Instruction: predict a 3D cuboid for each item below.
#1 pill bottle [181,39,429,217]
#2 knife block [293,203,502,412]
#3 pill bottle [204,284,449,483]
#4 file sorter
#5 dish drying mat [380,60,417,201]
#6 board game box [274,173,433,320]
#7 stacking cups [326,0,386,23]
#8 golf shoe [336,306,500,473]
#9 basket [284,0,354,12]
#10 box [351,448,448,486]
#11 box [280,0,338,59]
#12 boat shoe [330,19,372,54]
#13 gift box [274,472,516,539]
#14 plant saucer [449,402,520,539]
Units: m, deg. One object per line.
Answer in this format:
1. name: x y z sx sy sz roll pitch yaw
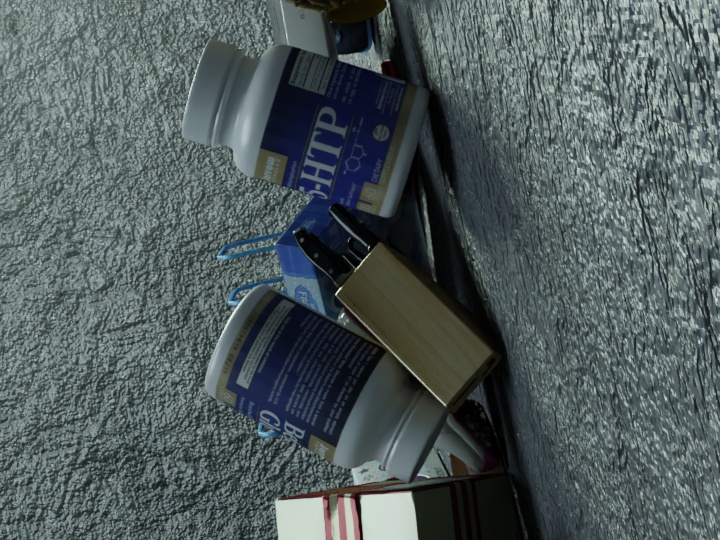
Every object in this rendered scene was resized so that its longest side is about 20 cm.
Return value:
1. pill bottle: -0.049 -0.130 1.615 0.120 0.198 0.121 -164 90 -89
2. knife block: 0.024 0.022 1.597 0.175 0.064 0.200 38 -173 -15
3. pill bottle: -0.026 0.103 1.609 0.112 0.199 0.111 -60 -10 -18
4. file sorter: -0.066 0.059 1.920 0.139 0.122 0.202 -89 -14 -83
5. dish drying mat: 0.040 -0.114 1.881 0.201 0.018 0.077 82 172 -47
6. board game box: 0.000 0.000 1.796 0.200 0.043 0.200 -53 -39 -43
7. stacking cups: -0.026 -0.342 1.784 0.061 0.060 0.202 97 160 -77
8. golf shoe: 0.040 0.122 1.691 0.200 0.092 0.075 44 -166 4
9. basket: -0.063 -0.319 1.657 0.143 0.148 0.201 67 -175 -48
10. box: 0.062 0.311 2.217 0.200 0.114 0.133 -120 17 -74
11. box: -0.040 -0.187 1.817 0.200 0.041 0.157 70 -170 -81
12. boat shoe: -0.030 -0.298 1.905 0.084 0.068 0.201 -109 7 -51
13. gift box: 0.052 0.282 1.649 0.184 0.199 0.188 -9 84 41
14. plant saucer: 0.119 0.228 1.781 0.200 0.034 0.202 168 90 -86
